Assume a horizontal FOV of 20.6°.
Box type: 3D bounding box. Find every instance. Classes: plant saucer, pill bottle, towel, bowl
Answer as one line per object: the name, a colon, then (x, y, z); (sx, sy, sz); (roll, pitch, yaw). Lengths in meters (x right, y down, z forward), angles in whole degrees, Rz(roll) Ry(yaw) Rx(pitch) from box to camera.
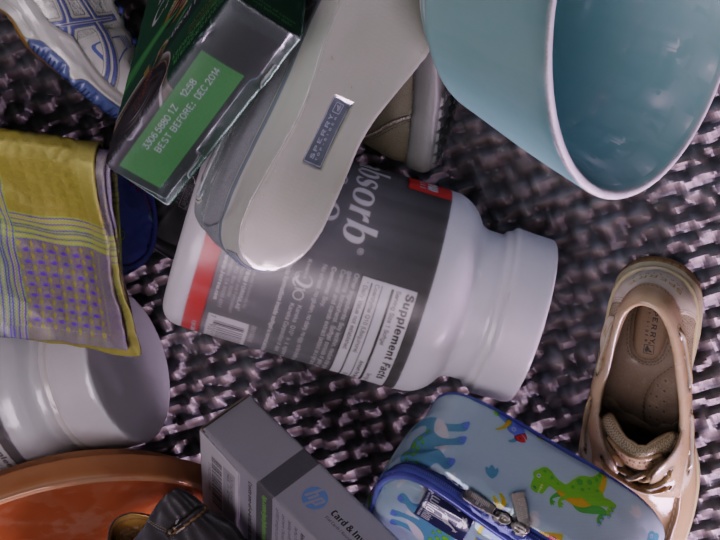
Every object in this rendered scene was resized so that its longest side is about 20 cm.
plant saucer: (-0.173, 0.159, 1.210); (0.200, 0.200, 0.032); (-29, 58, 26)
pill bottle: (0.000, 0.000, 1.094); (0.199, 0.116, 0.116); (16, 116, -4)
towel: (-0.219, -0.019, 1.100); (0.199, 0.023, 0.144); (8, 128, 13)
pill bottle: (-0.224, 0.081, 1.214); (0.199, 0.114, 0.114); (-17, 105, 23)
bowl: (0.103, -0.144, 0.986); (0.105, 0.201, 0.202); (16, 118, 34)

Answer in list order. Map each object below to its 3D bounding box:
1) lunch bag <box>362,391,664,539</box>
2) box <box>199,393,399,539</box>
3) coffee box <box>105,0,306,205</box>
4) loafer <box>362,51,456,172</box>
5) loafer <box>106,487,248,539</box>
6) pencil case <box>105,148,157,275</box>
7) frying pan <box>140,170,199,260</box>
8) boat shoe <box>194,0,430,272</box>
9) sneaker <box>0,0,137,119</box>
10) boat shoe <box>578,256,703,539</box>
lunch bag: (0.076, 0.164, 1.122); (0.160, 0.083, 0.200); (32, 149, 3)
box: (-0.012, 0.183, 1.117); (0.200, 0.041, 0.156); (42, 152, 26)
coffee box: (-0.074, -0.135, 1.027); (0.044, 0.200, 0.123); (31, 121, -18)
loafer: (0.020, -0.149, 1.059); (0.069, 0.075, 0.201); (10, 114, 10)
loafer: (-0.120, 0.173, 1.166); (0.072, 0.073, 0.200); (56, 145, -1)
pencil case: (-0.216, -0.022, 1.176); (0.199, 0.078, 0.087); (-12, 81, 32)
frying pan: (-0.073, -0.025, 1.171); (0.115, 0.031, 0.190); (-40, 92, 28)
boat shoe: (-0.026, -0.099, 1.001); (0.071, 0.070, 0.201); (30, 92, 45)
sneaker: (-0.160, -0.158, 1.090); (0.200, 0.075, 0.088); (43, 86, -26)
boat shoe: (0.155, 0.094, 1.121); (0.071, 0.065, 0.201); (5, 113, 16)
